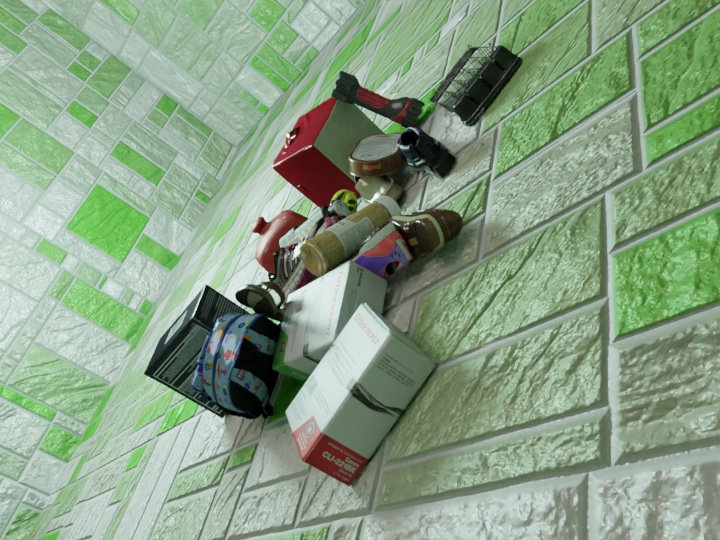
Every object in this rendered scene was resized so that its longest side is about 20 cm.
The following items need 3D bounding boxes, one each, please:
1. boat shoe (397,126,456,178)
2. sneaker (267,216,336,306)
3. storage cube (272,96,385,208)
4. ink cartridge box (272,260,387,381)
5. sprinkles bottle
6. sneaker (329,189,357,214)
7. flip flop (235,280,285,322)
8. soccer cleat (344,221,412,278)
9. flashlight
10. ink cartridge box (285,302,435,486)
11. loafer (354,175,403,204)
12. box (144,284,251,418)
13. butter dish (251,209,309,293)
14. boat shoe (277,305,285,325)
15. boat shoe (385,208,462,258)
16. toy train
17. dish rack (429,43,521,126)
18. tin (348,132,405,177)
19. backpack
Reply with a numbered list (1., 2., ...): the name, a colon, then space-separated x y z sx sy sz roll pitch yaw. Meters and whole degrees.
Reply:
1. boat shoe: 0.106 -0.236 1.190 0.075 0.092 0.200 -53 22 3
2. sneaker: -0.116 -0.029 1.174 0.073 0.087 0.201 -17 -35 -54
3. storage cube: -0.068 -0.275 1.481 0.179 0.200 0.172 -13 45 51
4. ink cartridge box: -0.053 0.090 1.048 0.199 0.083 0.148 -27 44 49
5. sprinkles bottle: -0.014 -0.063 1.113 0.199 0.069 0.068 -34 8 -33
6. sneaker: -0.056 -0.076 1.356 0.201 0.074 0.083 -60 -14 9
7. flip flop: -0.164 0.051 1.123 0.200 0.080 0.058 60 -128 -73
8. soccer cleat: 0.021 -0.007 1.057 0.068 0.073 0.200 -38 -6 -31
9. flashlight: 0.039 -0.376 1.379 0.068 0.198 0.068 -175 109 -84
10. ink cartridge box: -0.006 0.163 0.865 0.201 0.083 0.144 -55 21 2
11. loafer: 0.028 -0.168 1.290 0.076 0.068 0.200 -54 21 4
12. box: -0.309 0.174 1.329 0.200 0.198 0.124 -44 22 26
13. butter dish: -0.185 -0.070 1.465 0.201 0.147 0.199 -55 11 2
14. boat shoe: -0.136 0.105 1.243 0.201 0.068 0.072 -51 22 11
15. boat shoe: 0.104 -0.063 1.005 0.074 0.075 0.202 -27 12 -13
16. toy train: -0.087 -0.057 1.261 0.199 0.085 0.115 -36 58 37
17. dish rack: 0.209 -0.365 1.216 0.154 0.054 0.200 -51 20 7
18. tin: 0.039 -0.243 1.306 0.110 0.042 0.201 1 28 12
19. backpack: -0.216 0.159 1.113 0.200 0.133 0.185 62 -136 -69
